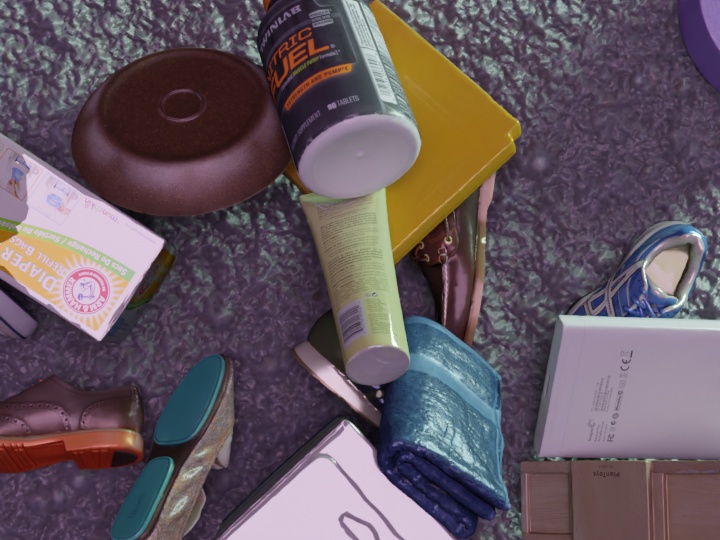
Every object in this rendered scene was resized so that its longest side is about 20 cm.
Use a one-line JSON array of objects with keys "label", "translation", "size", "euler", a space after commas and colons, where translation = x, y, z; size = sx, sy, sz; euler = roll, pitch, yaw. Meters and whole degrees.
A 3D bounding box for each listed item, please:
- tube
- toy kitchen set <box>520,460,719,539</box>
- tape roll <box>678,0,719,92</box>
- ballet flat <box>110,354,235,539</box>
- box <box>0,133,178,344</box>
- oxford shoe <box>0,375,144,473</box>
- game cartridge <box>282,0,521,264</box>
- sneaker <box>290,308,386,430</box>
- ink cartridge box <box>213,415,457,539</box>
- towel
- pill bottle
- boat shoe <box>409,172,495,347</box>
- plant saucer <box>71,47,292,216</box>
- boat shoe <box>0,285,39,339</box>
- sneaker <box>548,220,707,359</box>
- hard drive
[{"label": "tube", "translation": [0.000, 0.000, 1.040], "size": [0.058, 0.052, 0.200], "euler": [12, 44, -26]}, {"label": "toy kitchen set", "translation": [0.269, 0.249, 1.125], "size": [0.200, 0.180, 0.163], "euler": [-6, 79, 36]}, {"label": "tape roll", "translation": [0.400, -0.248, 1.184], "size": [0.200, 0.066, 0.200], "euler": [0, 84, -4]}, {"label": "ballet flat", "translation": [-0.151, 0.167, 1.108], "size": [0.067, 0.068, 0.200], "euler": [51, 52, -36]}, {"label": "box", "translation": [-0.269, -0.031, 1.103], "size": [0.200, 0.112, 0.101], "euler": [33, 85, 0]}, {"label": "oxford shoe", "translation": [-0.288, 0.132, 1.118], "size": [0.200, 0.071, 0.073], "euler": [1, 63, -6]}, {"label": "game cartridge", "translation": [0.018, -0.122, 1.134], "size": [0.176, 0.032, 0.200], "euler": [-42, 68, -6]}, {"label": "sneaker", "translation": [0.041, 0.101, 1.128], "size": [0.200, 0.067, 0.090], "euler": [39, 89, 4]}, {"label": "ink cartridge box", "translation": [-0.019, 0.219, 1.047], "size": [0.146, 0.200, 0.147], "euler": [-42, 87, -6]}, {"label": "towel", "translation": [0.067, 0.114, 1.022], "size": [0.112, 0.200, 0.049], "euler": [39, 116, -14]}, {"label": "pill bottle", "translation": [-0.026, -0.167, 1.081], "size": [0.106, 0.106, 0.200], "euler": [-16, 58, -4]}, {"label": "boat shoe", "translation": [0.077, -0.028, 1.144], "size": [0.070, 0.070, 0.200], "euler": [8, 76, -9]}, {"label": "plant saucer", "translation": [-0.152, -0.132, 1.105], "size": [0.200, 0.037, 0.201], "euler": [0, 51, 1]}, {"label": "boat shoe", "translation": [-0.374, 0.015, 1.088], "size": [0.202, 0.075, 0.086], "euler": [40, 83, -28]}, {"label": "sneaker", "translation": [0.236, 0.035, 1.141], "size": [0.076, 0.077, 0.200], "euler": [34, 86, -1]}, {"label": "hard drive", "translation": [0.259, 0.104, 1.121], "size": [0.200, 0.027, 0.132], "euler": [2, 114, -9]}]
